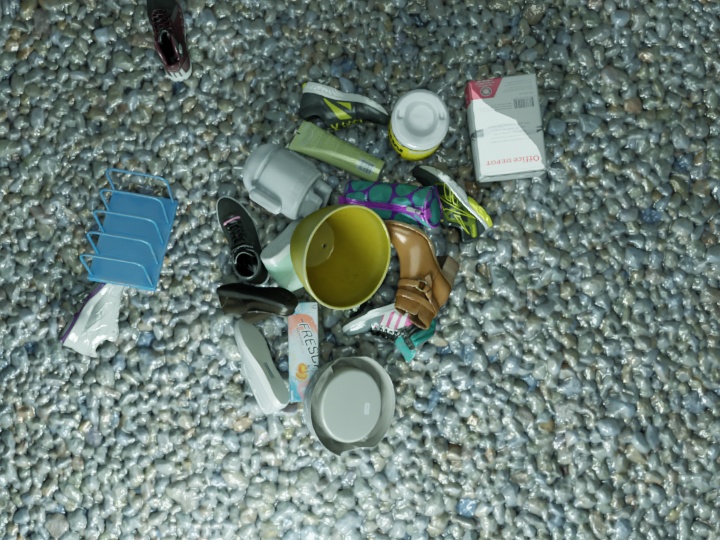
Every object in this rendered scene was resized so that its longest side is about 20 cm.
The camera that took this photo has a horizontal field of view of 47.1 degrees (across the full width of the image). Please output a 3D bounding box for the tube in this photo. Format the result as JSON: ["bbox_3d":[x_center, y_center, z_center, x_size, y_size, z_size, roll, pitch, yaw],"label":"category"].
[{"bbox_3d":[-0.045,-0.245,1.720,0.198,0.058,0.052,25,119,3],"label":"tube"}]

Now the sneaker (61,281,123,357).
[{"bbox_3d":[-0.525,0.085,1.703,0.099,0.075,0.201,36,85,-23],"label":"sneaker"}]

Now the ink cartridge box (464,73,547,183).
[{"bbox_3d":[0.298,-0.289,1.704,0.143,0.085,0.203,-6,86,-1],"label":"ink cartridge box"}]

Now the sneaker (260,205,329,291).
[{"bbox_3d":[-0.110,-0.042,1.712,0.200,0.073,0.119,-41,129,-22],"label":"sneaker"}]

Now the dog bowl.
[{"bbox_3d":[-0.027,0.268,1.657,0.198,0.058,0.203,-1,92,-32],"label":"dog bowl"}]

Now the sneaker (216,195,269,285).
[{"bbox_3d":[-0.244,-0.065,1.685,0.070,0.099,0.202,-24,87,1],"label":"sneaker"}]

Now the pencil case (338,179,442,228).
[{"bbox_3d":[0.063,-0.135,1.662,0.197,0.092,0.086,6,106,25],"label":"pencil case"}]

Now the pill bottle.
[{"bbox_3d":[0.111,-0.281,1.644,0.112,0.200,0.116,0,88,-1],"label":"pill bottle"}]

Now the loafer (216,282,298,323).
[{"bbox_3d":[-0.206,0.072,1.672,0.198,0.073,0.072,9,107,36],"label":"loafer"}]

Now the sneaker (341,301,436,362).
[{"bbox_3d":[0.069,0.133,1.693,0.197,0.084,0.122,-17,79,-2],"label":"sneaker"}]

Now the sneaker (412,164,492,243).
[{"bbox_3d":[0.178,-0.136,1.695,0.199,0.074,0.085,40,89,1],"label":"sneaker"}]

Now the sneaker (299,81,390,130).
[{"bbox_3d":[-0.035,-0.324,1.713,0.197,0.074,0.086,18,90,9],"label":"sneaker"}]

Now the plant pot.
[{"bbox_3d":[-0.061,-0.040,1.608,0.198,0.141,0.203,-11,110,-33],"label":"plant pot"}]

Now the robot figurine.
[{"bbox_3d":[-0.156,-0.182,1.678,0.198,0.114,0.170,31,46,6],"label":"robot figurine"}]

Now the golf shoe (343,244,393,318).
[{"bbox_3d":[0.000,0.000,1.706,0.087,0.077,0.202,21,82,20],"label":"golf shoe"}]

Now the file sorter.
[{"bbox_3d":[-0.459,-0.085,1.642,0.137,0.123,0.203,10,67,-1],"label":"file sorter"}]

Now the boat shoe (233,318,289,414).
[{"bbox_3d":[-0.216,0.199,1.695,0.068,0.072,0.202,-33,84,26],"label":"boat shoe"}]

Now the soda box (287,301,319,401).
[{"bbox_3d":[-0.115,0.164,1.692,0.063,0.068,0.203,-2,87,-2],"label":"soda box"}]

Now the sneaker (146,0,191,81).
[{"bbox_3d":[-0.396,-0.497,1.688,0.075,0.116,0.203,-18,89,-1],"label":"sneaker"}]

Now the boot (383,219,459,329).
[{"bbox_3d":[0.095,0.008,1.642,0.199,0.076,0.156,38,68,-23],"label":"boot"}]
